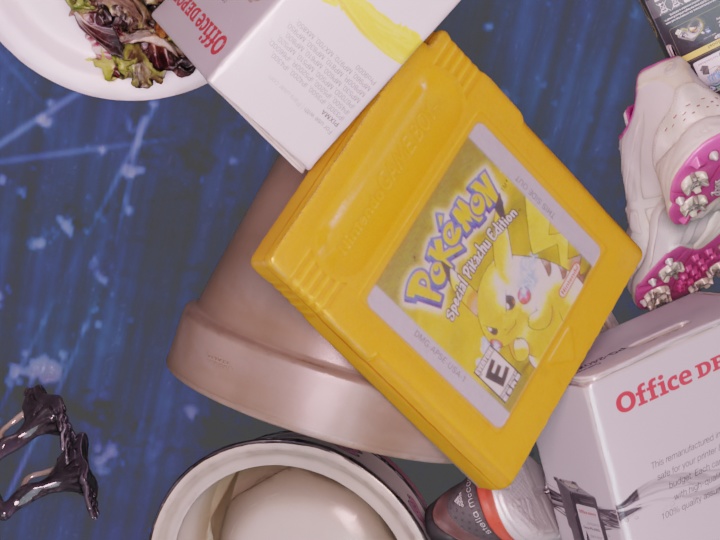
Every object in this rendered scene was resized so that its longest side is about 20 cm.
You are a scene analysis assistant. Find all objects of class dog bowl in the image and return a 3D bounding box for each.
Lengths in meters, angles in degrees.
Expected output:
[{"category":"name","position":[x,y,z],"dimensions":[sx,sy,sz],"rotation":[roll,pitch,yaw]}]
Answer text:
[{"category":"dog bowl","position":[-0.034,0.193,1.259],"dimensions":[0.198,0.074,0.202],"rotation":[4,105,16]}]

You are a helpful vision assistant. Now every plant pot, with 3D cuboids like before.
[{"category":"plant pot","position":[0.000,0.000,1.157],"dimensions":[0.198,0.200,0.175],"rotation":[14,97,-10]}]

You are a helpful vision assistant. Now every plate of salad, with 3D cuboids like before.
[{"category":"plate of salad","position":[-0.135,-0.190,1.123],"dimensions":[0.198,0.048,0.202],"rotation":[-2,114,-4]}]

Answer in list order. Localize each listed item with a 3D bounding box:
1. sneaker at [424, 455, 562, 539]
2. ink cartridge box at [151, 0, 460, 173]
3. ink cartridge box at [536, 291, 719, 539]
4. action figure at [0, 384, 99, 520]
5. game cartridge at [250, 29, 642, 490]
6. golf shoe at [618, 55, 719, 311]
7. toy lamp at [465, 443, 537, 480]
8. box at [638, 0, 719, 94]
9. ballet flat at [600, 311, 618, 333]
[{"category":"sneaker","position":[0.107,0.168,1.253],"dimensions":[0.081,0.078,0.200],"rotation":[-25,145,24]},{"category":"ink cartridge box","position":[-0.010,-0.171,1.064],"dimensions":[0.083,0.145,0.200],"rotation":[39,95,-28]},{"category":"ink cartridge box","position":[0.195,0.129,1.181],"dimensions":[0.144,0.083,0.202],"rotation":[-21,103,-23]},{"category":"action figure","position":[-0.273,0.140,1.234],"dimensions":[0.198,0.102,0.120],"rotation":[-14,126,1]},{"category":"game cartridge","position":[0.054,-0.008,1.079],"dimensions":[0.200,0.032,0.177],"rotation":[45,65,-26]},{"category":"golf shoe","position":[0.192,-0.051,1.182],"dimensions":[0.075,0.092,0.201],"rotation":[-19,152,-15]},{"category":"toy lamp","position":[0.063,0.167,1.296],"dimensions":[0.058,0.058,0.201],"rotation":[31,107,-17]},{"category":"box","position":[0.284,-0.151,1.171],"dimensions":[0.199,0.049,0.162],"rotation":[-27,112,8]},{"category":"ballet flat","position":[0.120,0.024,1.229],"dimensions":[0.071,0.072,0.201],"rotation":[-26,114,8]}]
